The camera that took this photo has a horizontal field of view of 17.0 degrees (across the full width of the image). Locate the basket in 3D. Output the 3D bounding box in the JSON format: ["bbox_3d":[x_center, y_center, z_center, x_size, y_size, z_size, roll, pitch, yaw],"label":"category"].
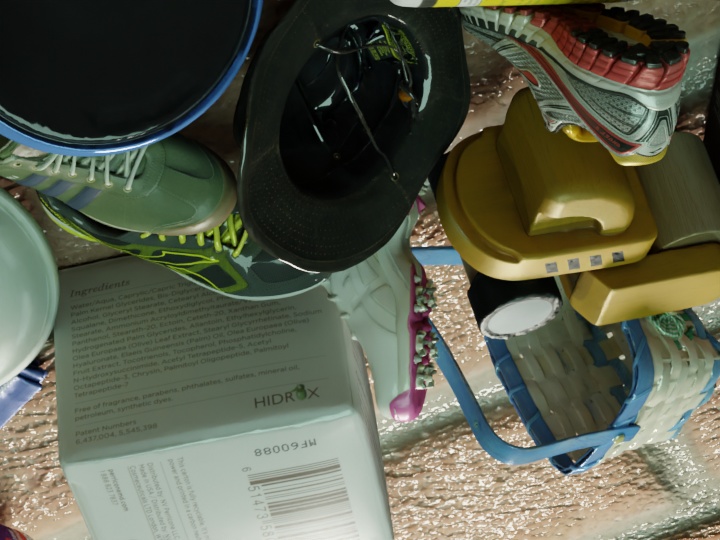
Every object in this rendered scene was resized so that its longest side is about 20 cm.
[{"bbox_3d":[0.130,0.047,1.616,0.200,0.176,0.139,-9,144,-32],"label":"basket"}]

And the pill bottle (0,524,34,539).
[{"bbox_3d":[-0.334,0.217,1.746,0.200,0.112,0.112,26,127,-35],"label":"pill bottle"}]

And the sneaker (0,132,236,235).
[{"bbox_3d":[-0.176,-0.071,1.408,0.200,0.067,0.090,21,-179,13],"label":"sneaker"}]

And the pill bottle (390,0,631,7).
[{"bbox_3d":[0.113,-0.206,1.365,0.200,0.111,0.111,-2,138,-9],"label":"pill bottle"}]

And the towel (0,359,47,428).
[{"bbox_3d":[-0.334,0.078,1.663,0.200,0.024,0.145,23,131,-30],"label":"towel"}]

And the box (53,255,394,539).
[{"bbox_3d":[-0.090,0.103,1.625,0.200,0.171,0.199,-10,139,3],"label":"box"}]

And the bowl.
[{"bbox_3d":[-0.148,-0.159,1.336,0.200,0.039,0.201,-4,105,-14],"label":"bowl"}]

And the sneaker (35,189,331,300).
[{"bbox_3d":[-0.112,-0.028,1.484,0.200,0.075,0.085,13,-179,7],"label":"sneaker"}]

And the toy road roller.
[{"bbox_3d":[0.146,-0.048,1.508,0.200,0.123,0.146,-9,153,-16],"label":"toy road roller"}]

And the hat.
[{"bbox_3d":[-0.025,-0.104,1.450,0.201,0.081,0.201,-24,125,-40],"label":"hat"}]

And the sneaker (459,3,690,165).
[{"bbox_3d":[0.116,-0.118,1.408,0.078,0.200,0.082,-11,117,-22],"label":"sneaker"}]

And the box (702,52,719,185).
[{"bbox_3d":[0.284,-0.128,1.523,0.100,0.075,0.200,-5,137,-8],"label":"box"}]

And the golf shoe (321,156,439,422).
[{"bbox_3d":[0.000,0.000,1.532,0.091,0.200,0.075,-8,168,9],"label":"golf shoe"}]

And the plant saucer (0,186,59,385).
[{"bbox_3d":[-0.294,0.019,1.541,0.200,0.050,0.200,0,126,0],"label":"plant saucer"}]
